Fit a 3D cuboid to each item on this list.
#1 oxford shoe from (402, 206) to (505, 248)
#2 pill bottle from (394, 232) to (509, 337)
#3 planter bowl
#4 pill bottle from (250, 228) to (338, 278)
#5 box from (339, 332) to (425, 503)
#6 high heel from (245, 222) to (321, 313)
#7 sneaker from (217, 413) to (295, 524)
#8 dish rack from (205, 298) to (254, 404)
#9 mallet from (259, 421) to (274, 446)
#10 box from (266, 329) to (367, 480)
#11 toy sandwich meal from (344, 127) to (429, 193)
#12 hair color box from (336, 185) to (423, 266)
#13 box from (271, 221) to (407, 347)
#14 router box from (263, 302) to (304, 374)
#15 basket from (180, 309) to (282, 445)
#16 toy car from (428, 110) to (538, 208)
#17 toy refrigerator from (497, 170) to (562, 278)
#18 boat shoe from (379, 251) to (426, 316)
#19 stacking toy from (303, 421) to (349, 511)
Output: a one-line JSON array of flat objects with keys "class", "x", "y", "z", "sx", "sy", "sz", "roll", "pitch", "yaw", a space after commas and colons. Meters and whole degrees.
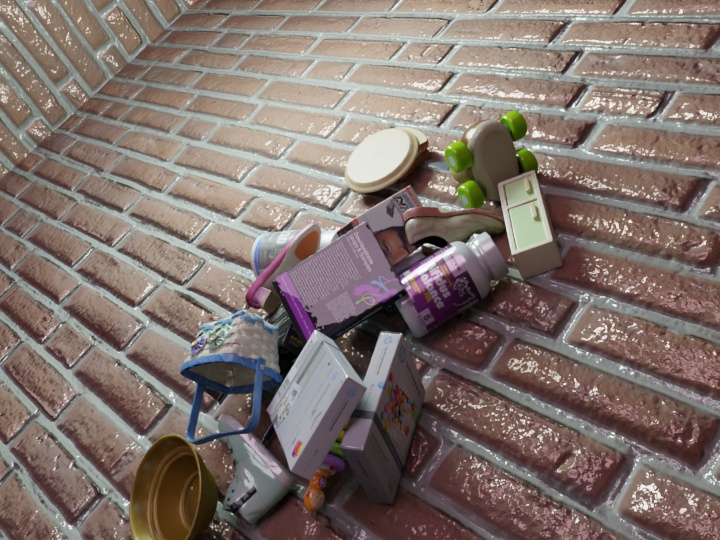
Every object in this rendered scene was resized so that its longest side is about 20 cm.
[{"class": "oxford shoe", "x": 0.175, "y": -0.070, "z": 1.476, "sx": 0.196, "sy": 0.071, "sz": 0.076, "roll": 0, "pitch": 69, "yaw": -9}, {"class": "pill bottle", "x": 0.154, "y": 0.020, "z": 1.391, "sx": 0.198, "sy": 0.113, "sz": 0.113, "roll": -32, "pitch": 38, "yaw": 3}, {"class": "planter bowl", "x": -0.295, "y": 0.381, "z": 1.330, "sx": 0.198, "sy": 0.083, "sz": 0.204, "roll": -19, "pitch": 61, "yaw": 39}, {"class": "pill bottle", "x": -0.116, "y": -0.027, "z": 1.633, "sx": 0.197, "sy": 0.114, "sz": 0.115, "roll": -4, "pitch": 46, "yaw": 32}, {"class": "box", "x": 0.039, "y": 0.223, "z": 1.212, "sx": 0.040, "sy": 0.157, "sz": 0.202, "roll": 1, "pitch": 48, "yaw": 24}, {"class": "high heel", "x": -0.152, "y": -0.011, "z": 1.552, "sx": 0.095, "sy": 0.067, "sz": 0.202, "roll": 21, "pitch": 81, "yaw": 53}, {"class": "sneaker", "x": -0.209, "y": 0.331, "z": 1.336, "sx": 0.118, "sy": 0.074, "sz": 0.200, "roll": -46, "pitch": 50, "yaw": -9}, {"class": "dish rack", "x": -0.241, "y": 0.146, "z": 1.537, "sx": 0.154, "sy": 0.054, "sz": 0.200, "roll": -55, "pitch": 11, "yaw": 15}, {"class": "mallet", "x": -0.125, "y": 0.233, "z": 1.432, "sx": 0.041, "sy": 0.066, "sz": 0.202, "roll": 23, "pitch": 79, "yaw": 25}, {"class": "box", "x": -0.071, "y": 0.194, "z": 1.199, "sx": 0.157, "sy": 0.041, "sz": 0.200, "roll": -59, "pitch": 21, "yaw": 4}, {"class": "toy sandwich meal", "x": 0.058, "y": -0.238, "z": 1.775, "sx": 0.202, "sy": 0.070, "sz": 0.207, "roll": -20, "pitch": 44, "yaw": 21}, {"class": "hair color box", "x": 0.056, "y": -0.071, "z": 1.489, "sx": 0.064, "sy": 0.112, "sz": 0.199, "roll": -33, "pitch": 1, "yaw": 42}, {"class": "box", "x": -0.037, "y": 0.029, "z": 1.363, "sx": 0.198, "sy": 0.036, "sz": 0.144, "roll": -32, "pitch": 70, "yaw": 6}, {"class": "router box", "x": -0.146, "y": 0.124, "z": 1.473, "sx": 0.200, "sy": 0.051, "sz": 0.151, "roll": -39, "pitch": 25, "yaw": 49}, {"class": "basket", "x": -0.220, "y": 0.181, "z": 1.330, "sx": 0.175, "sy": 0.138, "sz": 0.203, "roll": -20, "pitch": 57, "yaw": 37}, {"class": "toy car", "x": 0.223, "y": -0.227, "z": 1.590, "sx": 0.163, "sy": 0.160, "sz": 0.200, "roll": -29, "pitch": 24, "yaw": -15}, {"class": "toy refrigerator", "x": 0.301, "y": -0.088, "z": 1.436, "sx": 0.075, "sy": 0.070, "sz": 0.202, "roll": -19, "pitch": 40, "yaw": 18}, {"class": "boat shoe", "x": 0.052, "y": 0.047, "z": 1.481, "sx": 0.199, "sy": 0.070, "sz": 0.067, "roll": -35, "pitch": 74, "yaw": -7}, {"class": "stacking toy", "x": -0.056, "y": 0.285, "z": 1.286, "sx": 0.108, "sy": 0.116, "sz": 0.203, "roll": -7, "pitch": 56, "yaw": 34}]
